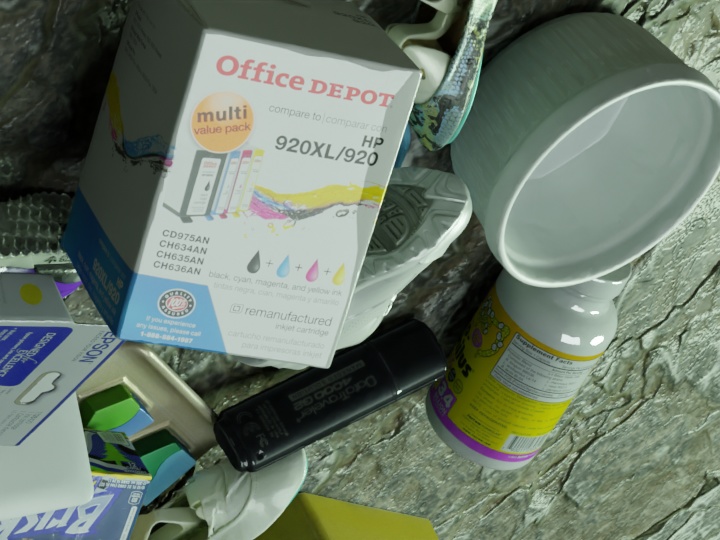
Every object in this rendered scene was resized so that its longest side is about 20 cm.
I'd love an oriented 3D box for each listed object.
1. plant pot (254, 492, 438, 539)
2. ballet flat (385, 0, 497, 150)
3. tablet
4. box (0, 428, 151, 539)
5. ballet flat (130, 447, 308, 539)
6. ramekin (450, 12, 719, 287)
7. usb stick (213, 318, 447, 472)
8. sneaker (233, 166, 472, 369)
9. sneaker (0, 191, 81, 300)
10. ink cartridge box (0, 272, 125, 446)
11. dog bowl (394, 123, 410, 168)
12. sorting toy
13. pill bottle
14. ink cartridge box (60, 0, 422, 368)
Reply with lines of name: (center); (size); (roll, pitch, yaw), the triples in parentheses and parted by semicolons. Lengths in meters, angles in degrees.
plant pot: (-0.015, 0.334, 2.016); (0.200, 0.177, 0.200); (-48, 145, 18)
ballet flat: (0.052, -0.172, 1.552); (0.074, 0.074, 0.200); (-4, 122, -38)
tablet: (-0.278, 0.109, 1.575); (0.200, 0.131, 0.014); (-8, 172, -34)
box: (-0.253, 0.148, 1.644); (0.199, 0.064, 0.070); (9, 114, -31)
ballet flat: (-0.126, 0.191, 1.827); (0.200, 0.070, 0.069); (-37, 149, 28)
ramekin: (0.159, -0.094, 1.710); (0.200, 0.105, 0.200); (-23, 144, -18)
usb stick: (-0.021, 0.096, 1.814); (0.200, 0.056, 0.033); (-25, 168, -27)
sneaker: (0.000, 0.000, 1.640); (0.200, 0.078, 0.099); (-34, 154, 15)
sneaker: (-0.259, 0.003, 1.501); (0.200, 0.070, 0.100); (4, 133, -42)
ink cartridge box: (-0.270, 0.056, 1.464); (0.200, 0.047, 0.198); (1, 154, -34)
dog bowl: (-0.030, -0.059, 1.639); (0.111, 0.050, 0.200); (-8, 137, -34)
sorting toy: (-0.204, 0.150, 1.755); (0.200, 0.037, 0.185); (-36, 146, 1)
pill bottle: (0.138, 0.058, 1.877); (0.104, 0.104, 0.200); (-1, 133, -40)
ink cartridge box: (-0.075, -0.067, 1.434); (0.147, 0.145, 0.201); (9, 110, -24)
